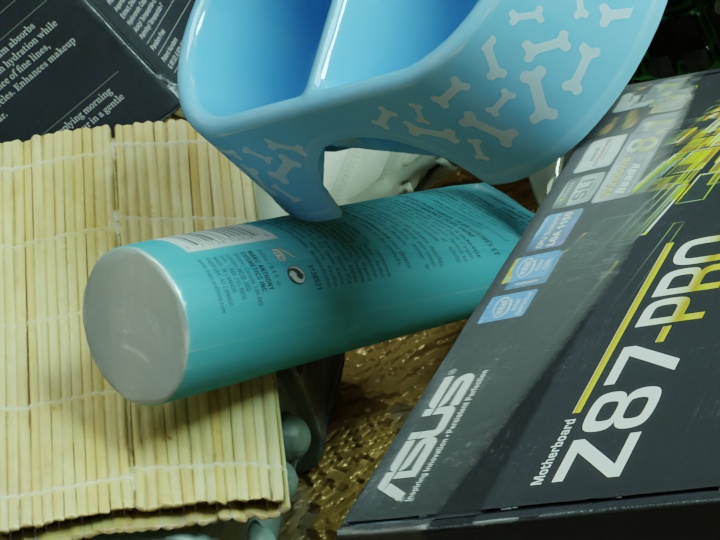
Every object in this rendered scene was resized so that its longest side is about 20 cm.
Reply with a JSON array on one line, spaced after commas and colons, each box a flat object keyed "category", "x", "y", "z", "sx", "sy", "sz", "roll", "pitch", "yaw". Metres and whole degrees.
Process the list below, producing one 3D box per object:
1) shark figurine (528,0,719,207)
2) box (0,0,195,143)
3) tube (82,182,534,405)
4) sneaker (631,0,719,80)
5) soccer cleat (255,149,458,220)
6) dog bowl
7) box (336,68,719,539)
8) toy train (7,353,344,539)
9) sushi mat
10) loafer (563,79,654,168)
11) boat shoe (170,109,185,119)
[{"category": "shark figurine", "x": 0.099, "y": -0.103, "z": 0.927, "sx": 0.214, "sy": 0.089, "sz": 0.128, "roll": -7, "pitch": 58, "yaw": 49}, {"category": "box", "x": -0.187, "y": -0.093, "z": 1.157, "sx": 0.200, "sy": 0.182, "sz": 0.104, "roll": -37, "pitch": 16, "yaw": 23}, {"category": "tube", "x": 0.000, "y": 0.000, "z": 0.982, "sx": 0.200, "sy": 0.050, "sz": 0.077, "roll": -13, "pitch": 40, "yaw": -43}, {"category": "sneaker", "x": 0.150, "y": -0.103, "z": 1.004, "sx": 0.200, "sy": 0.078, "sz": 0.085, "roll": 2, "pitch": 2, "yaw": 27}, {"category": "soccer cleat", "x": -0.015, "y": -0.025, "z": 1.094, "sx": 0.200, "sy": 0.069, "sz": 0.078, "roll": -24, "pitch": 63, "yaw": 15}, {"category": "dog bowl", "x": 0.013, "y": -0.081, "z": 0.909, "sx": 0.200, "sy": 0.050, "sz": 0.112, "roll": -9, "pitch": 59, "yaw": 53}, {"category": "box", "x": 0.106, "y": 0.013, "z": 0.766, "sx": 0.161, "sy": 0.049, "sz": 0.200, "roll": -10, "pitch": 32, "yaw": 39}, {"category": "toy train", "x": -0.074, "y": 0.070, "z": 0.994, "sx": 0.114, "sy": 0.085, "sz": 0.200, "roll": -6, "pitch": 37, "yaw": 17}, {"category": "sushi mat", "x": -0.078, "y": 0.015, "z": 0.992, "sx": 0.096, "sy": 0.012, "sz": 0.200, "roll": -6, "pitch": 41, "yaw": -2}, {"category": "loafer", "x": 0.127, "y": -0.091, "z": 1.085, "sx": 0.070, "sy": 0.075, "sz": 0.200, "roll": 13, "pitch": 56, "yaw": 19}, {"category": "boat shoe", "x": 0.001, "y": -0.107, "z": 1.198, "sx": 0.201, "sy": 0.073, "sz": 0.063, "roll": -18, "pitch": 27, "yaw": 4}]
